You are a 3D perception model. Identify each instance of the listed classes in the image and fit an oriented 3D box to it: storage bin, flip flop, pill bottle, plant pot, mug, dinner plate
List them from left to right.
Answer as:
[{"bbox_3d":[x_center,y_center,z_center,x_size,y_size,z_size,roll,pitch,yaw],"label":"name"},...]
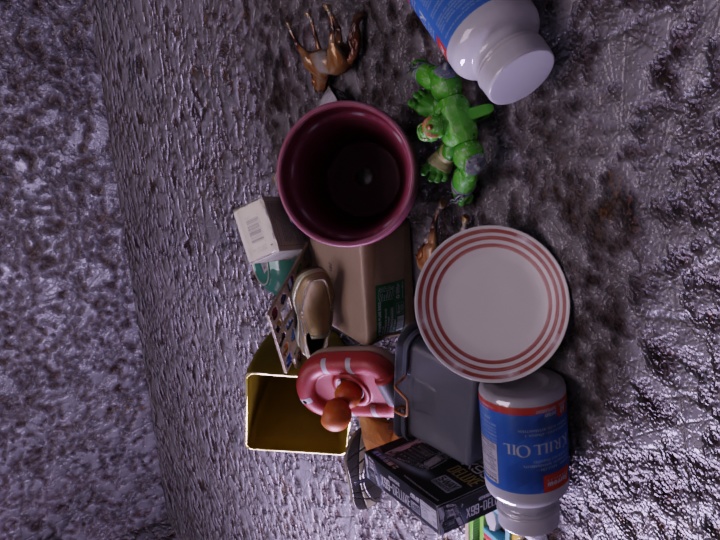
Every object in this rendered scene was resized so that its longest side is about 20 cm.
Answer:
[{"bbox_3d":[-0.160,-0.030,1.581,0.185,0.114,0.153,35,133,51],"label":"mug"},{"bbox_3d":[-0.115,0.222,1.525,0.177,0.199,0.201,-89,4,-55],"label":"plant pot"},{"bbox_3d":[-0.007,-0.137,1.146,0.179,0.199,0.201,-20,-84,-79],"label":"plant pot"},{"bbox_3d":[0.005,0.382,1.528,0.058,0.081,0.201,-120,23,-56],"label":"flip flop"},{"bbox_3d":[0.132,0.179,1.130,0.134,0.145,0.201,26,126,43],"label":"storage bin"},{"bbox_3d":[0.134,-0.292,0.894,0.200,0.112,0.112,63,150,24],"label":"pill bottle"},{"bbox_3d":[0.167,0.043,0.997,0.199,0.024,0.201,0,90,20],"label":"dinner plate"},{"bbox_3d":[0.215,0.236,1.014,0.112,0.112,0.201,19,120,58],"label":"pill bottle"}]

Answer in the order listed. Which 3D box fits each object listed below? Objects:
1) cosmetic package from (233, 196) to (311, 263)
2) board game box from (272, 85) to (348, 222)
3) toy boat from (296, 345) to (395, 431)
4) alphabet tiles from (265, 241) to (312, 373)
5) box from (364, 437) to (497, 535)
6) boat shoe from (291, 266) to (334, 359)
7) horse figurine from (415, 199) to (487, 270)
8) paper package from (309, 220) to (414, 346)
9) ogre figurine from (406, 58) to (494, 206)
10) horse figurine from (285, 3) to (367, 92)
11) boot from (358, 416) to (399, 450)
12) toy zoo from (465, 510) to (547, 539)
[{"bbox_3d":[-0.129,-0.076,1.405,0.073,0.200,0.104,-21,83,29],"label":"cosmetic package"},{"bbox_3d":[-0.072,-0.192,1.312,0.200,0.035,0.136,-54,38,25],"label":"board game box"},{"bbox_3d":[-0.023,0.202,1.249,0.200,0.131,0.131,-7,122,39],"label":"toy boat"},{"bbox_3d":[-0.110,0.076,1.366,0.008,0.167,0.200,12,141,17],"label":"alphabet tiles"},{"bbox_3d":[0.123,0.305,1.170,0.200,0.157,0.050,21,121,58],"label":"box"},{"bbox_3d":[-0.071,0.081,1.293,0.200,0.071,0.076,91,163,-47],"label":"boat shoe"},{"bbox_3d":[0.135,-0.002,1.102,0.200,0.050,0.133,58,139,38],"label":"horse figurine"},{"bbox_3d":[0.000,0.000,1.312,0.190,0.103,0.201,27,126,55],"label":"paper package"},{"bbox_3d":[0.116,-0.191,1.021,0.120,0.098,0.201,162,109,-80],"label":"ogre figurine"},{"bbox_3d":[-0.054,-0.366,1.286,0.200,0.050,0.133,4,119,55],"label":"horse figurine"},{"bbox_3d":[0.059,0.268,1.383,0.200,0.068,0.189,6,119,61],"label":"boot"},{"bbox_3d":[0.226,0.421,1.179,0.200,0.020,0.132,30,128,55],"label":"toy zoo"}]
